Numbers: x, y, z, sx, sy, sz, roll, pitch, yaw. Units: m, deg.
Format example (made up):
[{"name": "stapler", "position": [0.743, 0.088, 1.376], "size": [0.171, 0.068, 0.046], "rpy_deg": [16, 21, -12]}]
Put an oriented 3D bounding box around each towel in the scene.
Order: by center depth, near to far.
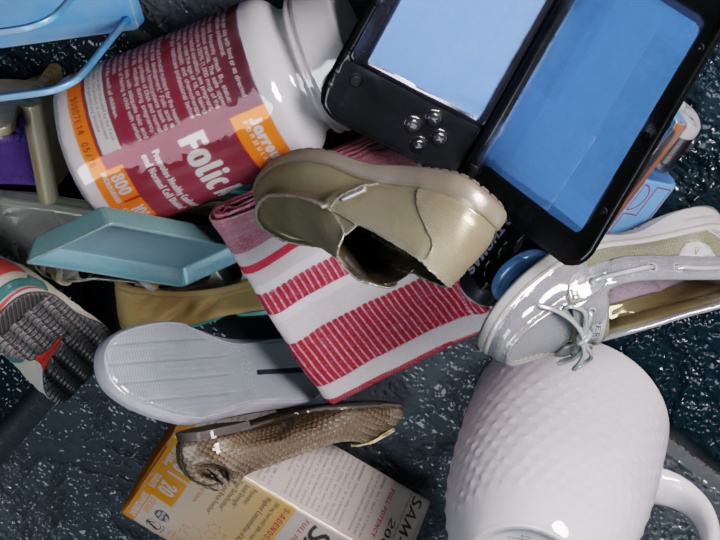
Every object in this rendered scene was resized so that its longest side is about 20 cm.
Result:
[{"name": "towel", "position": [0.000, 0.000, 1.610], "size": [0.144, 0.023, 0.200], "rpy_deg": [-26, 130, 5]}]

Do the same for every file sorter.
[{"name": "file sorter", "position": [-0.252, -0.220, 1.527], "size": [0.138, 0.123, 0.201], "rpy_deg": [-5, 119, 21]}]

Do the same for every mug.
[{"name": "mug", "position": [0.157, 0.164, 1.637], "size": [0.199, 0.176, 0.148], "rpy_deg": [20, 128, 3]}]

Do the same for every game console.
[{"name": "game console", "position": [0.099, -0.136, 1.436], "size": [0.175, 0.116, 0.201], "rpy_deg": [26, 102, -19]}]

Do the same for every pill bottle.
[{"name": "pill bottle", "position": [-0.092, -0.110, 1.545], "size": [0.199, 0.114, 0.114], "rpy_deg": [-21, 116, 12]}]

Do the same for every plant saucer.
[{"name": "plant saucer", "position": [-0.144, -0.016, 1.569], "size": [0.070, 0.200, 0.019], "rpy_deg": [-23, 75, 22]}]

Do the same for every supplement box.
[{"name": "supplement box", "position": [-0.066, 0.181, 1.771], "size": [0.199, 0.074, 0.126], "rpy_deg": [30, 138, -4]}]

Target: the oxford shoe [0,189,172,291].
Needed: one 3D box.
[{"name": "oxford shoe", "position": [-0.224, -0.021, 1.685], "size": [0.199, 0.058, 0.075], "rpy_deg": [8, 167, 20]}]

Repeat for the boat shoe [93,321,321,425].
[{"name": "boat shoe", "position": [-0.117, 0.082, 1.676], "size": [0.199, 0.074, 0.067], "rpy_deg": [8, 159, -40]}]

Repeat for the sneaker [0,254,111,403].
[{"name": "sneaker", "position": [-0.248, 0.030, 1.713], "size": [0.070, 0.200, 0.093], "rpy_deg": [-46, 70, -4]}]

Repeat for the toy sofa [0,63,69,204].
[{"name": "toy sofa", "position": [-0.310, -0.094, 1.655], "size": [0.199, 0.098, 0.083], "rpy_deg": [4, 124, 14]}]

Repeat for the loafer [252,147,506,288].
[{"name": "loafer", "position": [-0.001, -0.029, 1.462], "size": [0.199, 0.068, 0.076], "rpy_deg": [4, 149, 46]}]

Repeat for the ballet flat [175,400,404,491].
[{"name": "ballet flat", "position": [-0.048, 0.124, 1.677], "size": [0.067, 0.199, 0.047], "rpy_deg": [-9, 89, 48]}]

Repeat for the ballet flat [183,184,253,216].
[{"name": "ballet flat", "position": [-0.109, -0.064, 1.638], "size": [0.199, 0.071, 0.071], "rpy_deg": [7, 126, 16]}]

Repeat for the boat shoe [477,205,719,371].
[{"name": "boat shoe", "position": [0.168, 0.018, 1.508], "size": [0.065, 0.201, 0.075], "rpy_deg": [53, 147, 31]}]

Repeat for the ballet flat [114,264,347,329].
[{"name": "ballet flat", "position": [-0.094, 0.006, 1.679], "size": [0.199, 0.069, 0.063], "rpy_deg": [-12, 103, 23]}]

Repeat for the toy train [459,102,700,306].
[{"name": "toy train", "position": [0.145, -0.051, 1.535], "size": [0.114, 0.087, 0.200], "rpy_deg": [7, 128, -42]}]
